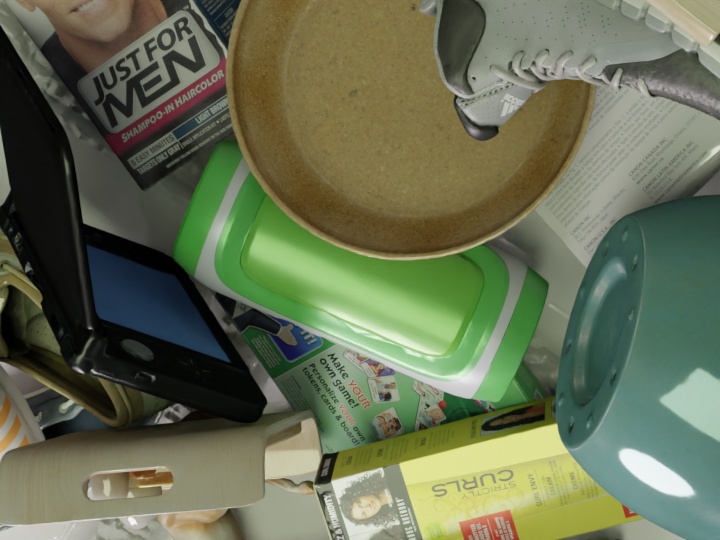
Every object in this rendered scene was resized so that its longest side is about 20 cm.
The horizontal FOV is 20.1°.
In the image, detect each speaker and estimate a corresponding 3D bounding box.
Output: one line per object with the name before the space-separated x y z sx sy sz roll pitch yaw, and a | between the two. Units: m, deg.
speaker | 0.000 0.000 1.128 0.199 0.089 0.089 24 118 0

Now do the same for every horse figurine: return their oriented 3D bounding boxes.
horse figurine | -0.080 0.163 1.278 0.131 0.050 0.201 -7 113 12

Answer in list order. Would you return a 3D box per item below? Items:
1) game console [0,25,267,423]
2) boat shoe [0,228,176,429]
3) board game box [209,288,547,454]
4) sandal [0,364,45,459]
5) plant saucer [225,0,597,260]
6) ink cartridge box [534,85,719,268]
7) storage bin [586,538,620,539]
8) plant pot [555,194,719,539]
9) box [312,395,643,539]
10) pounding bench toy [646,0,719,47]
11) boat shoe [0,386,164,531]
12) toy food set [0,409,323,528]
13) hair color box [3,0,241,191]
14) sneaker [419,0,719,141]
game console | -0.130 -0.028 1.108 0.175 0.200 0.117 20 106 -29
boat shoe | -0.192 0.035 1.209 0.200 0.063 0.074 28 127 27
board game box | 0.012 0.046 1.211 0.134 0.029 0.201 -29 103 23
sandal | -0.249 0.073 1.188 0.079 0.059 0.208 -11 123 14
plant saucer | 0.028 -0.104 1.084 0.198 0.035 0.202 -1 85 10
ink cartridge box | 0.122 -0.123 1.108 0.200 0.050 0.161 49 118 11
storage bin | 0.065 0.231 1.196 0.133 0.200 0.147 8 116 21
plant pot | 0.195 0.052 1.050 0.160 0.201 0.202 15 118 -9
box | 0.078 0.123 1.178 0.198 0.050 0.076 -14 105 9
pounding bench toy | 0.203 -0.199 0.954 0.124 0.200 0.156 35 118 -3
boat shoe | -0.204 0.118 1.281 0.199 0.062 0.073 -33 104 25
toy food set | -0.105 0.118 1.133 0.142 0.200 0.061 -6 89 8
hair color box | -0.137 -0.156 1.141 0.100 0.061 0.201 -30 102 24
sneaker | 0.108 -0.099 1.014 0.200 0.075 0.116 42 100 29
